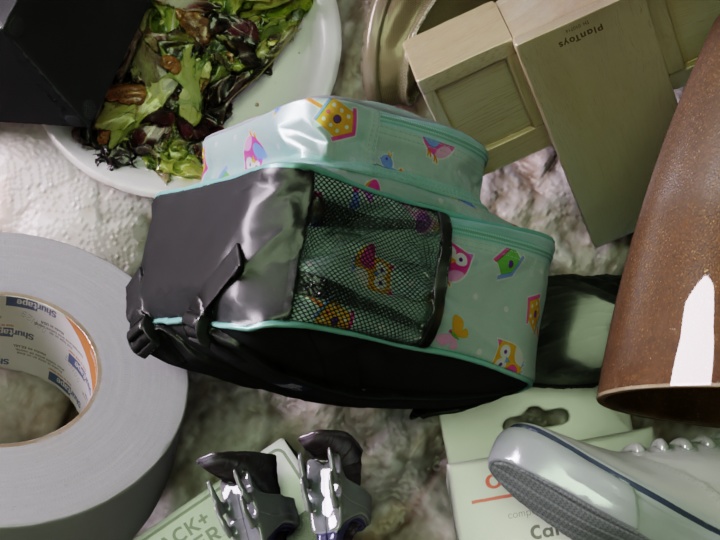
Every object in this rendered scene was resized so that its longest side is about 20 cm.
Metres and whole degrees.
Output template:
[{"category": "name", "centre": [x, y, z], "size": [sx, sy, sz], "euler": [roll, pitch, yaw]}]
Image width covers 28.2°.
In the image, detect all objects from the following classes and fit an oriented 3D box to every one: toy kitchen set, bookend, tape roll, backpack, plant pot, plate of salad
[{"category": "toy kitchen set", "centre": [0.134, -0.140, 0.846], "size": [0.200, 0.163, 0.181], "euler": [-23, 43, 7]}, {"category": "bookend", "centre": [-0.225, -0.196, 0.866], "size": [0.200, 0.092, 0.199], "euler": [6, 62, 28]}, {"category": "tape roll", "centre": [-0.195, 0.072, 0.772], "size": [0.200, 0.066, 0.201], "euler": [9, 45, -9]}, {"category": "backpack", "centre": [0.000, 0.000, 0.755], "size": [0.200, 0.176, 0.154], "euler": [22, 72, -27]}, {"category": "plant pot", "centre": [0.216, -0.028, 0.706], "size": [0.186, 0.187, 0.201], "euler": [4, 79, 5]}, {"category": "plate of salad", "centre": [-0.111, -0.142, 0.879], "size": [0.200, 0.048, 0.201], "euler": [-1, 76, 4]}]

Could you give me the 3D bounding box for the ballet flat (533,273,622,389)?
[{"category": "ballet flat", "centre": [0.155, 0.031, 0.821], "size": [0.200, 0.057, 0.067], "euler": [-8, 82, 9]}]

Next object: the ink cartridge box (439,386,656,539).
[{"category": "ink cartridge box", "centre": [0.112, 0.156, 0.776], "size": [0.116, 0.068, 0.200], "euler": [-11, 75, 2]}]

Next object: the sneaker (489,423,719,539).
[{"category": "sneaker", "centre": [0.162, 0.114, 0.712], "size": [0.200, 0.073, 0.071], "euler": [25, 68, -3]}]

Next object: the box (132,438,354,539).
[{"category": "box", "centre": [-0.033, 0.207, 0.779], "size": [0.117, 0.060, 0.200], "euler": [-33, 76, -4]}]

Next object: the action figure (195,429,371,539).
[{"category": "action figure", "centre": [-0.023, 0.185, 0.714], "size": [0.130, 0.069, 0.200], "euler": [-18, 69, 12]}]

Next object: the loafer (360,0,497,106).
[{"category": "loafer", "centre": [0.066, -0.180, 0.861], "size": [0.067, 0.076, 0.200], "euler": [26, 79, 16]}]
